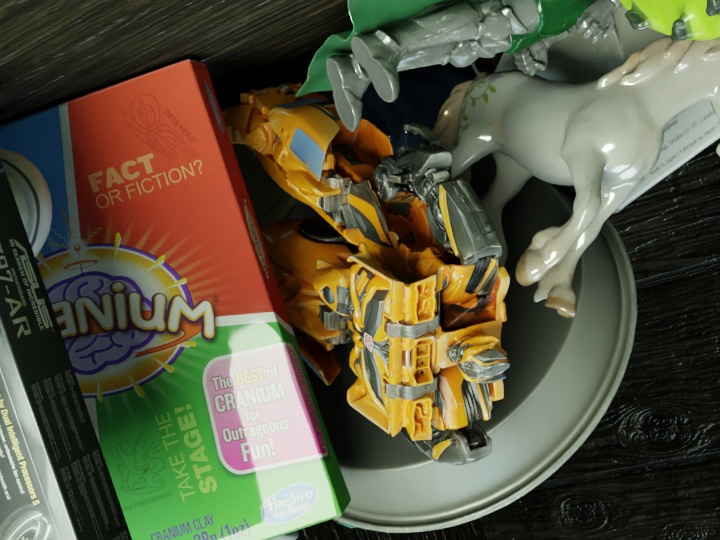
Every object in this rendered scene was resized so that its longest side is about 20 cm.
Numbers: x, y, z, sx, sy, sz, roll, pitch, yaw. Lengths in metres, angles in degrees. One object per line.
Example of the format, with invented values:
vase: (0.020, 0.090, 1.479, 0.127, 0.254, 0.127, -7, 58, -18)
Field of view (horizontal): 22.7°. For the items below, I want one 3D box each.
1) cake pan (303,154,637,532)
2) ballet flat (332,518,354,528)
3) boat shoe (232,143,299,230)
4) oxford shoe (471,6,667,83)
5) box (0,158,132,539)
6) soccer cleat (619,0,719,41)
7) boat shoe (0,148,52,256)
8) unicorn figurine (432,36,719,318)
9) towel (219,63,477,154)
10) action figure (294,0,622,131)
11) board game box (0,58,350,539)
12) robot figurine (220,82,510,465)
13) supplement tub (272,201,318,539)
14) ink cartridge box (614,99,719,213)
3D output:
cake pan: (0.031, 0.026, 0.854, 0.199, 0.201, 0.037, -19, 141, 19)
ballet flat: (0.025, 0.039, 0.929, 0.067, 0.201, 0.075, 17, 180, -8)
boat shoe: (-0.120, -0.032, 0.920, 0.199, 0.075, 0.068, -7, 169, 15)
oxford shoe: (0.116, -0.125, 0.883, 0.200, 0.058, 0.075, -19, -140, 58)
box: (-0.177, 0.056, 0.618, 0.159, 0.201, 0.044, -19, -179, 14)
soccer cleat: (0.144, -0.129, 0.609, 0.081, 0.068, 0.200, -33, -175, -18)
boat shoe: (-0.222, -0.002, 0.714, 0.199, 0.071, 0.070, -12, -176, 6)
unicorn figurine: (0.097, -0.050, 0.785, 0.199, 0.138, 0.074, 20, 170, 37)
towel: (0.018, -0.088, 0.980, 0.111, 0.049, 0.200, 2, -171, 31)
action figure: (0.079, -0.115, 0.759, 0.199, 0.055, 0.118, -24, 180, -23)
board game box: (-0.107, 0.030, 0.766, 0.152, 0.201, 0.040, -19, 180, 5)
robot figurine: (0.000, 0.000, 0.777, 0.058, 0.146, 0.200, -13, -150, -23)
supplement tub: (-0.069, 0.048, 0.996, 0.140, 0.201, 0.140, 17, 177, 1)
ink cartridge box: (0.197, -0.135, 0.905, 0.200, 0.044, 0.174, -38, -163, 28)
